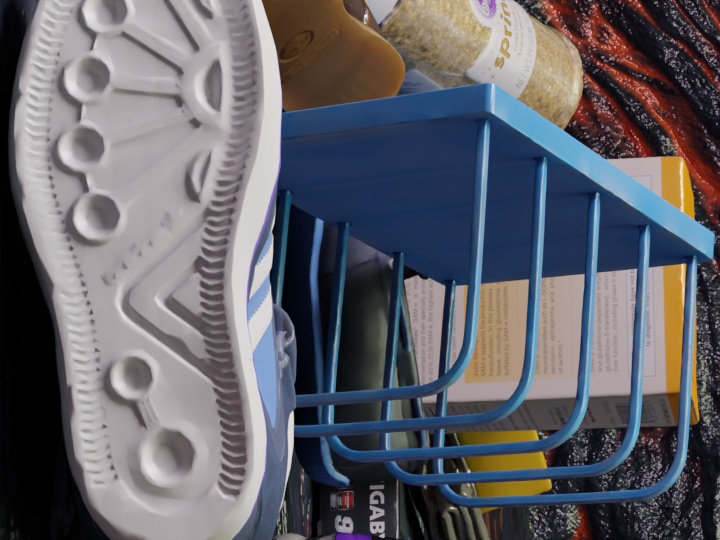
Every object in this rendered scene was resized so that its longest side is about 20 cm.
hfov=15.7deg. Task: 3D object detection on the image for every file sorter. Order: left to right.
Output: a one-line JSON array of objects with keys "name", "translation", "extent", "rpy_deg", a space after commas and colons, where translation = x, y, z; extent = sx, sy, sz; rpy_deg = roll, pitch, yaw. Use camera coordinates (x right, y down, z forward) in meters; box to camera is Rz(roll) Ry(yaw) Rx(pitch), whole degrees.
[{"name": "file sorter", "translation": [0.041, 0.018, 1.090], "extent": [0.200, 0.138, 0.123], "rpy_deg": [28, 61, -53]}]

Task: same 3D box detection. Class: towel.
[{"name": "towel", "translation": [0.034, 0.095, 1.469], "extent": [0.200, 0.034, 0.133], "rpy_deg": [-111, -177, -46]}]

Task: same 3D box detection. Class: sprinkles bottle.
[{"name": "sprinkles bottle", "translation": [0.031, -0.115, 1.222], "extent": [0.200, 0.068, 0.069], "rpy_deg": [26, 59, -55]}]

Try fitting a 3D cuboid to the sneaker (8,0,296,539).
[{"name": "sneaker", "translation": [-0.061, 0.000, 0.815], "extent": [0.146, 0.080, 0.201], "rpy_deg": [95, -9, -80]}]

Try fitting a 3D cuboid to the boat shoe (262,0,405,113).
[{"name": "boat shoe", "translation": [-0.042, -0.113, 1.034], "extent": [0.070, 0.070, 0.200], "rpy_deg": [51, -1, 22]}]

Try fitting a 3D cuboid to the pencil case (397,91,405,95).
[{"name": "pencil case", "translation": [0.006, -0.150, 1.326], "extent": [0.091, 0.083, 0.201], "rpy_deg": [12, -72, 60]}]

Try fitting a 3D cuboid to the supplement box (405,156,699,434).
[{"name": "supplement box", "translation": [0.071, 0.015, 1.343], "extent": [0.074, 0.199, 0.127], "rpy_deg": [55, 34, -71]}]

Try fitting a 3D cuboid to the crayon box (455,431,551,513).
[{"name": "crayon box", "translation": [0.061, 0.056, 1.563], "extent": [0.200, 0.051, 0.126], "rpy_deg": [-112, -177, -62]}]

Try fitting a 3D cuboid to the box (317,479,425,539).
[{"name": "box", "translation": [0.010, 0.209, 1.414], "extent": [0.200, 0.046, 0.160], "rpy_deg": [74, 15, -65]}]

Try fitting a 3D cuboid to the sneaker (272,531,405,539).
[{"name": "sneaker", "translation": [0.003, 0.181, 1.137], "extent": [0.200, 0.099, 0.070], "rpy_deg": [-83, 167, -55]}]

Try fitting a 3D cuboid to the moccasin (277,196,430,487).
[{"name": "moccasin", "translation": [0.000, 0.000, 1.239], "extent": [0.080, 0.068, 0.201], "rpy_deg": [-175, -96, -73]}]
